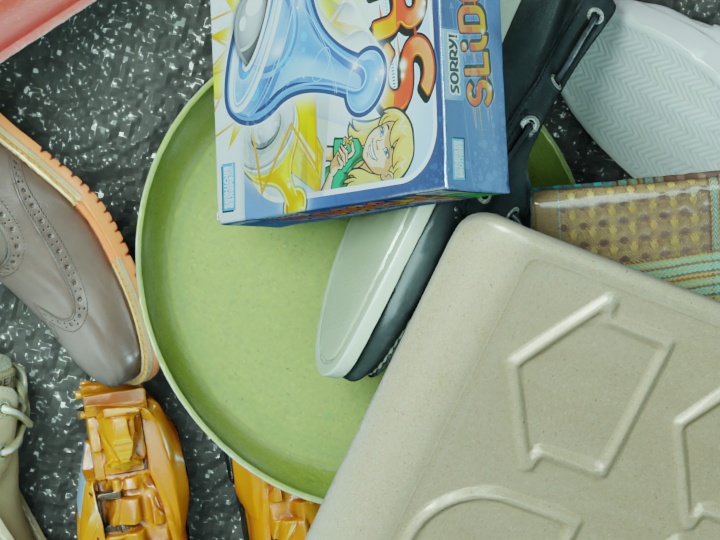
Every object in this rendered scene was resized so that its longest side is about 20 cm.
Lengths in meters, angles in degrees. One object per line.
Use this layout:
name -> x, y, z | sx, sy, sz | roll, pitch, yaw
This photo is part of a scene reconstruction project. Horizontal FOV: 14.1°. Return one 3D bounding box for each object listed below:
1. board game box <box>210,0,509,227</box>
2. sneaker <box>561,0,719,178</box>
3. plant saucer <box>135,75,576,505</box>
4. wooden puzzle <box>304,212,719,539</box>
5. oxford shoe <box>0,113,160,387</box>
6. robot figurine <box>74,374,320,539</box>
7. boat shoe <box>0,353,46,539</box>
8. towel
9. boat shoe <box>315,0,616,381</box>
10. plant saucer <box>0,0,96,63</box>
board game box -> -0.004, -0.122, 1.119 | 0.034, 0.135, 0.201 | 1, 84, -42
sneaker -> 0.185, -0.069, 1.222 | 0.200, 0.116, 0.074 | 32, 134, 15
plant saucer -> 0.000, 0.000, 1.196 | 0.200, 0.031, 0.201 | 3, 81, -20
wooden puzzle -> 0.095, 0.086, 1.155 | 0.200, 0.046, 0.186 | 22, 108, -11
oxford shoe -> -0.158, -0.024, 1.170 | 0.073, 0.071, 0.200 | -43, 98, -30
robot figurine -> -0.057, 0.138, 1.240 | 0.145, 0.058, 0.200 | -11, 104, -7
boat shoe -> -0.168, 0.060, 1.202 | 0.065, 0.072, 0.200 | -31, 100, 2
towel -> 0.142, 0.053, 1.180 | 0.146, 0.022, 0.200 | -6, 113, -3
boat shoe -> 0.046, -0.039, 1.164 | 0.066, 0.074, 0.200 | 27, 74, -19
plant saucer -> -0.176, -0.176, 1.122 | 0.200, 0.037, 0.200 | -37, 105, -26
